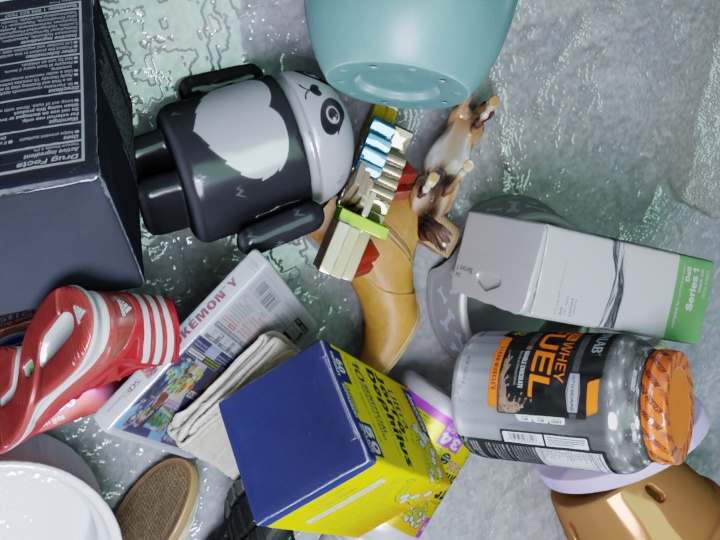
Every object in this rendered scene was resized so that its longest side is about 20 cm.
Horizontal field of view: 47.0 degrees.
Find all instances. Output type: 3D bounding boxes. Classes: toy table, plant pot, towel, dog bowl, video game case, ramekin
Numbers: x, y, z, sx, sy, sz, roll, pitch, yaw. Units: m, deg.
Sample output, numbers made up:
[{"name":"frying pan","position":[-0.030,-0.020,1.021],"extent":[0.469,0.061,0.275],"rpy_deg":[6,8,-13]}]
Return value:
[{"name":"toy table","position":[0.262,0.153,0.908],"extent":[0.198,0.184,0.118],"rpy_deg":[-29,106,18]},{"name":"plant pot","position":[0.314,0.277,0.949],"extent":[0.199,0.200,0.141],"rpy_deg":[-38,96,-11]},{"name":"towel","position":[-0.090,0.138,0.779],"extent":[0.132,0.034,0.200],"rpy_deg":[-43,148,-8]},{"name":"dog bowl","position":[0.171,0.022,0.898],"extent":[0.197,0.059,0.203],"rpy_deg":[-4,102,-21]},{"name":"plant pot","position":[0.040,-0.231,0.697],"extent":[0.198,0.200,0.164],"rpy_deg":[10,85,-24]},{"name":"video game case","position":[-0.125,0.083,0.735],"extent":[0.023,0.200,0.182],"rpy_deg":[41,82,18]},{"name":"ramekin","position":[-0.312,0.237,0.715],"extent":[0.198,0.098,0.204],"rpy_deg":[-7,108,-22]}]

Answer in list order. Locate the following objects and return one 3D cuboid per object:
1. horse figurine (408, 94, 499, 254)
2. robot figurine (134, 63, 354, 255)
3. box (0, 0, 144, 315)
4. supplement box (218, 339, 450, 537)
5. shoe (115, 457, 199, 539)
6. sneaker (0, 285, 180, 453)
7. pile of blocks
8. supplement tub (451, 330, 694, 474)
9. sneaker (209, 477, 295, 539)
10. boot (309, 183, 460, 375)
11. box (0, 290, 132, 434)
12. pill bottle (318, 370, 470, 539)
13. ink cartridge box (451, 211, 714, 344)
[{"name":"horse figurine","position":[0.088,-0.105,0.782],"extent":[0.049,0.133,0.202],"rpy_deg":[24,74,-1]},{"name":"robot figurine","position":[-0.102,-0.100,0.720],"extent":[0.198,0.125,0.152],"rpy_deg":[-19,106,-14]},{"name":"box","position":[-0.268,-0.078,0.587],"extent":[0.197,0.200,0.124],"rpy_deg":[-11,142,-5]},{"name":"supplement box","position":[-0.016,0.155,0.726],"extent":[0.109,0.110,0.200],"rpy_deg":[-31,152,11]},{"name":"shoe","position":[-0.211,0.274,0.800],"extent":[0.202,0.069,0.053],"rpy_deg":[-61,157,-5]},{"name":"sneaker","position":[-0.203,0.078,0.610],"extent":[0.115,0.199,0.079],"rpy_deg":[3,63,-49]},{"name":"pile of blocks","position":[0.019,-0.075,0.747],"extent":[0.061,0.082,0.202],"rpy_deg":[22,69,-10]},{"name":"supplement tub","position":[0.193,0.119,0.761],"extent":[0.122,0.198,0.125],"rpy_deg":[4,85,-54]},{"name":"sneaker","position":[-0.096,0.254,0.802],"extent":[0.078,0.076,0.201],"rpy_deg":[1,139,-33]},{"name":"boot","position":[0.000,0.000,0.823],"extent":[0.143,0.071,0.203],"rpy_deg":[30,84,-20]},{"name":"box","position":[-0.283,0.079,0.699],"extent":[0.198,0.100,0.097],"rpy_deg":[-19,107,-17]},{"name":"pill bottle","position":[0.039,0.214,0.858],"extent":[0.104,0.104,0.201],"rpy_deg":[32,88,-25]},{"name":"ink cartridge box","position":[0.209,0.005,0.798],"extent":[0.197,0.146,0.086],"rpy_deg":[11,94,-24]}]
